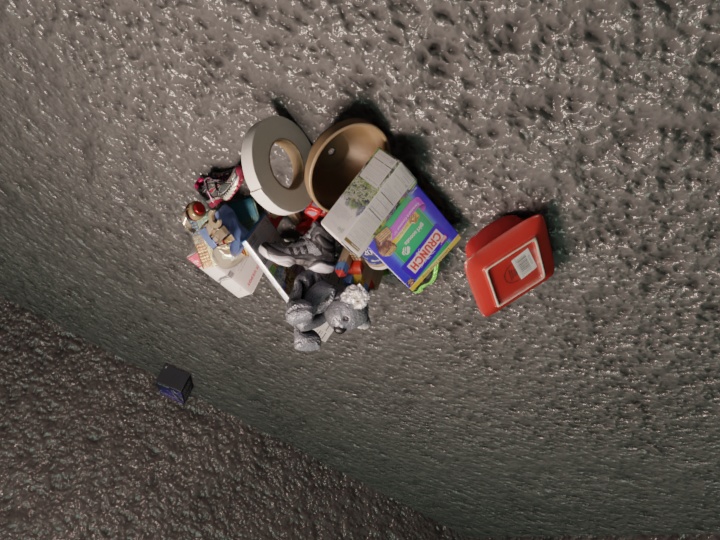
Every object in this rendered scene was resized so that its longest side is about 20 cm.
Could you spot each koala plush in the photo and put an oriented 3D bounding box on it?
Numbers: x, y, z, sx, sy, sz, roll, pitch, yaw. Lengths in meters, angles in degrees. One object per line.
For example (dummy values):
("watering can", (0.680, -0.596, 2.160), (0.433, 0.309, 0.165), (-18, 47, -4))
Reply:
("koala plush", (-0.067, 0.090, 1.398), (0.193, 0.188, 0.180), (4, 142, 9))

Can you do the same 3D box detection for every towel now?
("towel", (-0.352, -0.099, 1.497), (0.194, 0.022, 0.151), (-16, 102, 4))

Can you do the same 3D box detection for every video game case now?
("video game case", (-0.213, -0.029, 1.426), (0.017, 0.144, 0.202), (-25, 112, 25))

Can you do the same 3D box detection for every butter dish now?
("butter dish", (0.306, -0.037, 1.234), (0.196, 0.149, 0.202), (-31, 131, 2))

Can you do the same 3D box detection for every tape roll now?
("tape roll", (-0.168, -0.222, 1.190), (0.036, 0.207, 0.203), (-8, 137, 37))

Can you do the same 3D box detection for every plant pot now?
("plant pot", (-0.040, -0.230, 1.165), (0.093, 0.198, 0.203), (47, 165, 38))

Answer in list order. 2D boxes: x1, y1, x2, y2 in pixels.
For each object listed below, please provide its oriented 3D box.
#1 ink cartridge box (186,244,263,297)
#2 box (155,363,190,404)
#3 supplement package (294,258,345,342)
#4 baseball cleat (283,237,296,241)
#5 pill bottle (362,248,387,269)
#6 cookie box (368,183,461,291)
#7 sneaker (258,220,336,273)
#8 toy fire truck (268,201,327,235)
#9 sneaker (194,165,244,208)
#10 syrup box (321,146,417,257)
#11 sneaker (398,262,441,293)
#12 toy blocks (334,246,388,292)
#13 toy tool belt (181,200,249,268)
("ink cartridge box", (-0.377, -0.039, 1.620), (0.082, 0.149, 0.199), (-15, 132, 46))
("box", (-0.952, 0.583, 2.877), (0.144, 0.106, 0.202), (21, 147, 3))
("supplement package", (-0.099, 0.083, 1.618), (0.108, 0.159, 0.201), (24, 147, -7))
("baseball cleat", (-0.239, -0.066, 1.556), (0.194, 0.072, 0.106), (-4, 170, 21))
("pill bottle", (0.020, -0.106, 1.324), (0.108, 0.113, 0.201), (-4, 139, 34))
("cookie box", (0.103, -0.085, 1.253), (0.200, 0.172, 0.075), (42, -178, -30))
("sneaker", (-0.145, -0.069, 1.368), (0.194, 0.117, 0.076), (13, -166, -18))
("toy fire truck", (-0.161, -0.137, 1.446), (0.139, 0.050, 0.200), (30, 145, -9))
("sneaker", (-0.357, -0.219, 1.419), (0.075, 0.082, 0.197), (42, 143, -26))
("syrup box", (0.017, -0.139, 1.147), (0.078, 0.202, 0.081), (39, -177, 39))
("sneaker", (0.149, -0.004, 1.424), (0.082, 0.078, 0.201), (22, 146, -8))
("toy blocks", (0.000, 0.000, 1.461), (0.097, 0.139, 0.202), (0, 142, 29))
("toy tool belt", (-0.342, -0.108, 1.412), (0.121, 0.126, 0.201), (-22, 114, 41))
